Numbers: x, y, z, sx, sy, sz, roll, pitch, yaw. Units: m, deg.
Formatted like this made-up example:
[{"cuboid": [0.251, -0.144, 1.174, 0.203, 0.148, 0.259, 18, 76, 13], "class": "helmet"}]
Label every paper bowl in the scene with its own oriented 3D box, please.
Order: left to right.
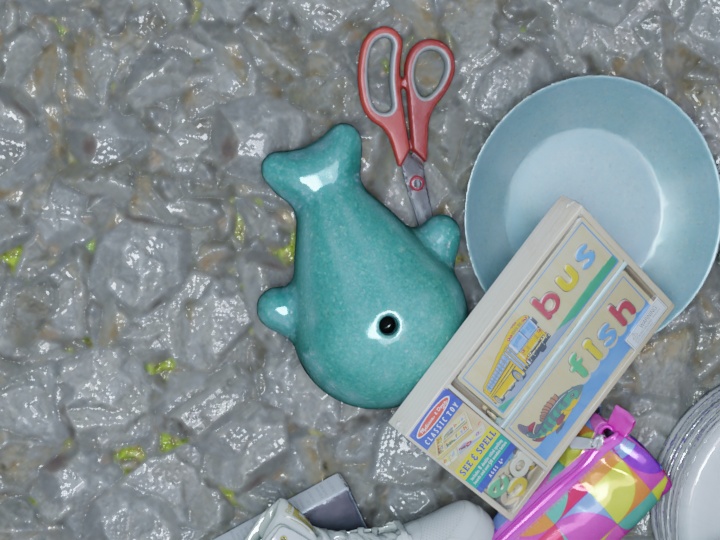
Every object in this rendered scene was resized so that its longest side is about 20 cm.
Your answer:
[{"cuboid": [0.327, 0.183, 1.134, 0.198, 0.104, 0.204, -1, 98, -10], "class": "paper bowl"}]

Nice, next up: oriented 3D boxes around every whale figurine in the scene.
[{"cuboid": [0.000, 0.000, 1.057, 0.157, 0.104, 0.202, -22, 96, -4], "class": "whale figurine"}]

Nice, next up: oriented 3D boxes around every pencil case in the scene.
[{"cuboid": [0.139, 0.191, 1.113, 0.088, 0.088, 0.200, 45, 87, -11], "class": "pencil case"}]

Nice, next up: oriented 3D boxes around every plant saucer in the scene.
[{"cuboid": [0.169, -0.042, 1.115, 0.198, 0.039, 0.204, -1, 96, -10], "class": "plant saucer"}]

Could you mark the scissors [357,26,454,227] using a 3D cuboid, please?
[{"cuboid": [0.032, -0.076, 1.103, 0.072, 0.014, 0.203, 0, 97, -12], "class": "scissors"}]

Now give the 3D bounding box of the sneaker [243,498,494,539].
[{"cuboid": [-0.010, 0.198, 1.051, 0.199, 0.074, 0.116, -35, 103, -6], "class": "sneaker"}]

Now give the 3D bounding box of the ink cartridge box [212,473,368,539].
[{"cuboid": [-0.058, 0.285, 1.110, 0.198, 0.043, 0.200, -27, 100, -5], "class": "ink cartridge box"}]

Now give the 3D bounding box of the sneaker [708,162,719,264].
[{"cuboid": [0.316, -0.008, 1.138, 0.088, 0.077, 0.202, -17, 96, 12], "class": "sneaker"}]

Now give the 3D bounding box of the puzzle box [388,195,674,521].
[{"cuboid": [0.123, 0.064, 1.057, 0.133, 0.025, 0.201, 40, 86, -35], "class": "puzzle box"}]
